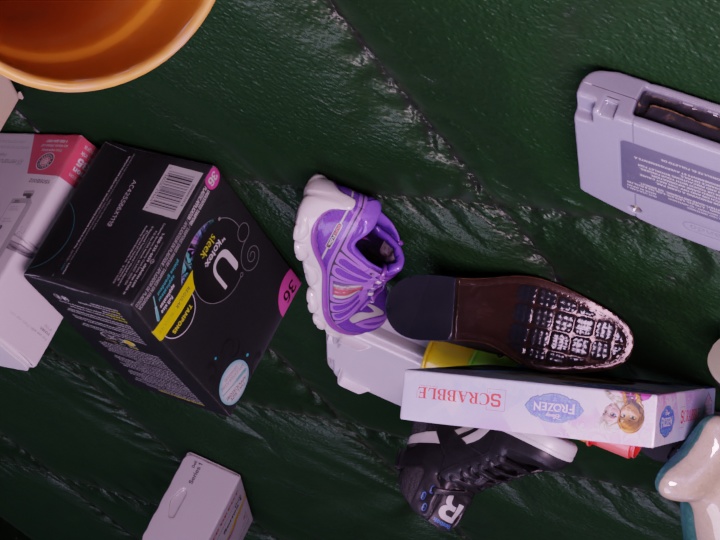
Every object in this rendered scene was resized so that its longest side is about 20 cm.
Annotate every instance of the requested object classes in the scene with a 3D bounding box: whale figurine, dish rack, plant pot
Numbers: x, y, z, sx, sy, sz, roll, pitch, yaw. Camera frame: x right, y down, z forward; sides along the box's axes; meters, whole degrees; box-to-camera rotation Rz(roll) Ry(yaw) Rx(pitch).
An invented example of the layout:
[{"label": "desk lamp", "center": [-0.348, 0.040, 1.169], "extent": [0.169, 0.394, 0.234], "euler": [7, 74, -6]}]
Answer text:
[{"label": "whale figurine", "center": [0.290, 0.183, 1.516], "extent": [0.200, 0.159, 0.104], "euler": [43, 175, -36]}, {"label": "dish rack", "center": [0.052, 0.100, 1.807], "extent": [0.199, 0.044, 0.172], "euler": [25, 160, 10]}, {"label": "plant pot", "center": [-0.204, -0.222, 1.177], "extent": [0.200, 0.200, 0.183], "euler": [41, 172, -32]}]

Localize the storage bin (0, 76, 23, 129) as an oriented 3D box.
[{"label": "storage bin", "center": [-0.410, -0.189, 1.618], "extent": [0.198, 0.094, 0.200], "euler": [21, 159, 17]}]

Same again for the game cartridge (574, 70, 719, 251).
[{"label": "game cartridge", "center": [0.233, -0.055, 1.221], "extent": [0.199, 0.042, 0.133], "euler": [21, 163, 18]}]

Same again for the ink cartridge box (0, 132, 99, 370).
[{"label": "ink cartridge box", "center": [-0.314, -0.021, 1.746], "extent": [0.146, 0.200, 0.083], "euler": [5, 151, 45]}]

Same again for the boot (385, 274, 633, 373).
[{"label": "boot", "center": [0.126, 0.038, 1.569], "extent": [0.199, 0.075, 0.097], "euler": [12, -177, 11]}]

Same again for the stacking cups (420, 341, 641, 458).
[{"label": "stacking cups", "center": [0.153, 0.106, 1.665], "extent": [0.199, 0.061, 0.061], "euler": [23, 159, 16]}]

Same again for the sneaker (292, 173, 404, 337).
[{"label": "sneaker", "center": [0.000, 0.000, 1.587], "extent": [0.083, 0.081, 0.200], "euler": [14, 156, 18]}]

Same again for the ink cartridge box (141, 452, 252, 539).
[{"label": "ink cartridge box", "center": [-0.218, 0.352, 2.596], "extent": [0.084, 0.145, 0.200], "euler": [22, 158, 12]}]

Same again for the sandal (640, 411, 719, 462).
[{"label": "sandal", "center": [0.302, 0.150, 1.612], "extent": [0.076, 0.043, 0.200], "euler": [38, 157, -27]}]

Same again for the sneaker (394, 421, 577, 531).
[{"label": "sneaker", "center": [0.105, 0.179, 1.671], "extent": [0.073, 0.112, 0.200], "euler": [26, 172, -31]}]

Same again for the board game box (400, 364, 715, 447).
[{"label": "board game box", "center": [0.159, 0.103, 1.508], "extent": [0.199, 0.041, 0.199], "euler": [4, 180, 22]}]

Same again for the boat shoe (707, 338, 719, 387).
[{"label": "boat shoe", "center": [0.347, 0.096, 1.383], "extent": [0.201, 0.074, 0.063], "euler": [14, 148, 21]}]

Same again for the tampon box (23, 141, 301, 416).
[{"label": "tampon box", "center": [-0.169, 0.008, 1.708], "extent": [0.126, 0.150, 0.200], "euler": [15, 156, 32]}]
